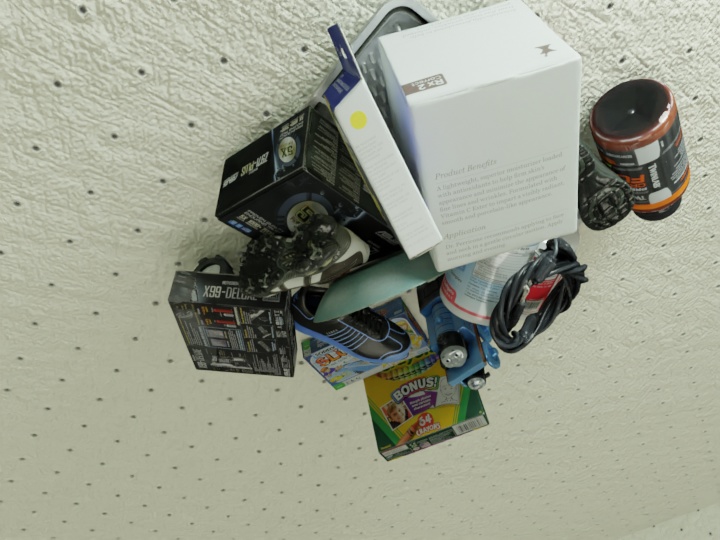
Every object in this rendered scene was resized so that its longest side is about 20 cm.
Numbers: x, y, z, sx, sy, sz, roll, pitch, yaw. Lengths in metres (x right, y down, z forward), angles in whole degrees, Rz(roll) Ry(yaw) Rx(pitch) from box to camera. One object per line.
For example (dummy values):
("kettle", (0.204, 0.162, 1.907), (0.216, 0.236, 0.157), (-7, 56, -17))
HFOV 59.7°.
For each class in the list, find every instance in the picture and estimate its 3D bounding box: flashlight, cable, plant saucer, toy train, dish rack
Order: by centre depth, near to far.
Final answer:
("dish rack", (0.036, -0.211, 0.741), (0.169, 0.044, 0.200), (25, 126, -34))
("plant saucer", (0.026, 0.007, 0.770), (0.197, 0.039, 0.201), (-23, -177, 1))
("cable", (0.246, 0.047, 0.858), (0.165, 0.050, 0.199), (-56, 148, 1))
("flashlight", (-0.185, 0.063, 0.958), (0.066, 0.069, 0.201), (-13, 137, 16))
("toy train", (0.151, 0.091, 0.989), (0.086, 0.202, 0.114), (-37, 123, 27))

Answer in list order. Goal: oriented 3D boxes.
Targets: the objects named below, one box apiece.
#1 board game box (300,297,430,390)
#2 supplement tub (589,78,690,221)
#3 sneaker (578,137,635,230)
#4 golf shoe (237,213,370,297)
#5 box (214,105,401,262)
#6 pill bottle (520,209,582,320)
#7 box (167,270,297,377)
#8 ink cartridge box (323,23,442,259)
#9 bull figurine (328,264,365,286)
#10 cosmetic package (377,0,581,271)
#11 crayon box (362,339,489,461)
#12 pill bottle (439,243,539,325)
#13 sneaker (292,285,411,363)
("board game box", (0.011, 0.134, 1.115), (0.197, 0.035, 0.136), (-25, 137, 12))
("supplement tub", (0.385, -0.152, 0.851), (0.105, 0.109, 0.200), (-28, 136, 17))
("sneaker", (0.292, -0.130, 0.824), (0.075, 0.092, 0.199), (-35, 128, 25))
("golf shoe", (-0.073, -0.005, 0.758), (0.093, 0.080, 0.197), (15, 161, -42))
("box", (-0.052, -0.084, 0.782), (0.161, 0.088, 0.198), (-19, 145, 37))
("pill bottle", (0.260, -0.029, 0.946), (0.109, 0.114, 0.203), (-1, 137, -14))
("box", (-0.172, 0.082, 0.889), (0.153, 0.051, 0.202), (4, 145, 2))
("ink cartridge box", (0.003, -0.131, 0.610), (0.046, 0.198, 0.202), (-28, 109, 5))
("bull figurine", (0.000, 0.000, 0.935), (0.198, 0.066, 0.121), (-31, 134, 29))
("cosmetic package", (0.123, -0.143, 0.665), (0.161, 0.167, 0.203), (-15, 130, 0))
("crayon box", (0.111, 0.223, 1.133), (0.196, 0.175, 0.059), (-23, 142, 10))
("pill bottle", (0.184, -0.036, 0.851), (0.106, 0.109, 0.204), (4, 120, -19))
("sneaker", (-0.010, 0.077, 0.923), (0.195, 0.071, 0.078), (17, 147, -8))
